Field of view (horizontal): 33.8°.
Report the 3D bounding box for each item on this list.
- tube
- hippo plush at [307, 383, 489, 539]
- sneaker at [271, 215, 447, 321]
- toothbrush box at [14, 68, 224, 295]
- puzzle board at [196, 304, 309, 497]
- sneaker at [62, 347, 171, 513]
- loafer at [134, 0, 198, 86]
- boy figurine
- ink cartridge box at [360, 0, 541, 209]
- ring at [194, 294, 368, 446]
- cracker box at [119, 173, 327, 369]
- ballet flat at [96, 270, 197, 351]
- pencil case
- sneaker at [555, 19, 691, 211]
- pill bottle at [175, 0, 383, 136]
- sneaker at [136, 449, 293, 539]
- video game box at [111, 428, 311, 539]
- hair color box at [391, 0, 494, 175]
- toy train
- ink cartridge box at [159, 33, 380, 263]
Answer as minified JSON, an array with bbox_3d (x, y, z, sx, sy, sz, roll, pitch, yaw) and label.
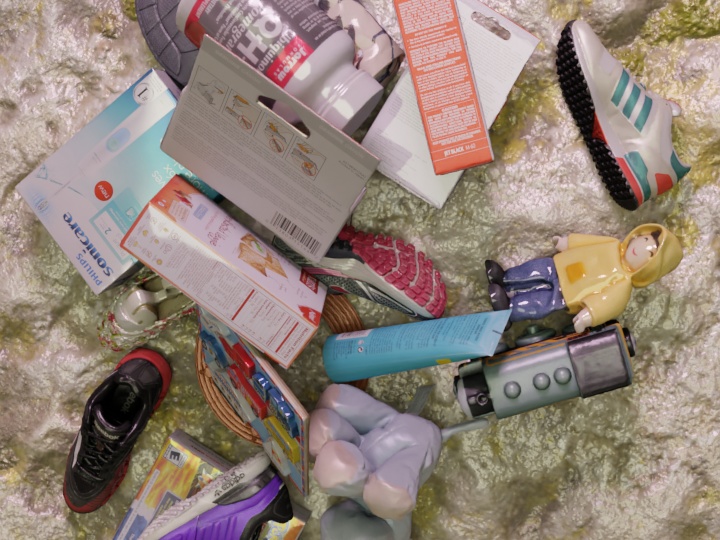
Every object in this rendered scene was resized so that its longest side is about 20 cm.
[{"bbox_3d":[0.055,0.076,1.210,0.197,0.078,0.051,-12,122,30],"label":"tube"},{"bbox_3d":[0.005,0.221,1.251,0.158,0.199,0.163,31,125,20],"label":"hippo plush"},{"bbox_3d":[0.000,0.000,1.258,0.198,0.081,0.075,27,127,4],"label":"sneaker"},{"bbox_3d":[-0.241,-0.095,1.267,0.199,0.085,0.147,-37,91,10],"label":"toothbrush box"},{"bbox_3d":[-0.112,0.119,1.191,0.017,0.152,0.200,-27,57,-23],"label":"puzzle board"},{"bbox_3d":[-0.277,0.181,1.291,0.070,0.098,0.202,29,99,1],"label":"sneaker"},{"bbox_3d":[-0.164,-0.222,1.261,0.072,0.063,0.201,-41,86,12],"label":"loafer"},{"bbox_3d":[0.230,0.008,1.207,0.197,0.126,0.065,-14,136,17],"label":"boy figurine"},{"bbox_3d":[0.091,-0.178,1.236,0.108,0.050,0.202,32,97,3],"label":"ink cartridge box"},{"bbox_3d":[-0.087,0.098,1.299,0.197,0.019,0.204,1,95,6],"label":"ring"},{"bbox_3d":[-0.128,-0.003,1.165,0.199,0.134,0.058,38,104,-8],"label":"cracker box"},{"bbox_3d":[-0.212,0.023,1.284,0.198,0.064,0.076,-30,76,8],"label":"ballet flat"},{"bbox_3d":[-0.041,-0.258,1.229,0.089,0.078,0.200,-43,89,7],"label":"pencil case"},{"bbox_3d":[0.272,-0.169,1.214,0.092,0.070,0.202,-23,90,-9],"label":"sneaker"},{"bbox_3d":[-0.075,-0.213,1.153,0.200,0.111,0.111,43,99,3],"label":"pill bottle"},{"bbox_3d":[-0.156,0.284,1.255,0.199,0.070,0.100,-34,92,9],"label":"sneaker"},{"bbox_3d":[-0.179,0.311,1.318,0.180,0.047,0.202,30,98,1],"label":"video game box"},{"bbox_3d":[0.078,-0.197,1.154,0.063,0.111,0.204,-13,93,7],"label":"hair color box"},{"bbox_3d":[0.189,0.102,1.217,0.197,0.114,0.087,-15,93,8],"label":"toy train"},{"bbox_3d":[-0.083,-0.121,1.133,0.199,0.045,0.177,36,140,0],"label":"ink cartridge box"}]
